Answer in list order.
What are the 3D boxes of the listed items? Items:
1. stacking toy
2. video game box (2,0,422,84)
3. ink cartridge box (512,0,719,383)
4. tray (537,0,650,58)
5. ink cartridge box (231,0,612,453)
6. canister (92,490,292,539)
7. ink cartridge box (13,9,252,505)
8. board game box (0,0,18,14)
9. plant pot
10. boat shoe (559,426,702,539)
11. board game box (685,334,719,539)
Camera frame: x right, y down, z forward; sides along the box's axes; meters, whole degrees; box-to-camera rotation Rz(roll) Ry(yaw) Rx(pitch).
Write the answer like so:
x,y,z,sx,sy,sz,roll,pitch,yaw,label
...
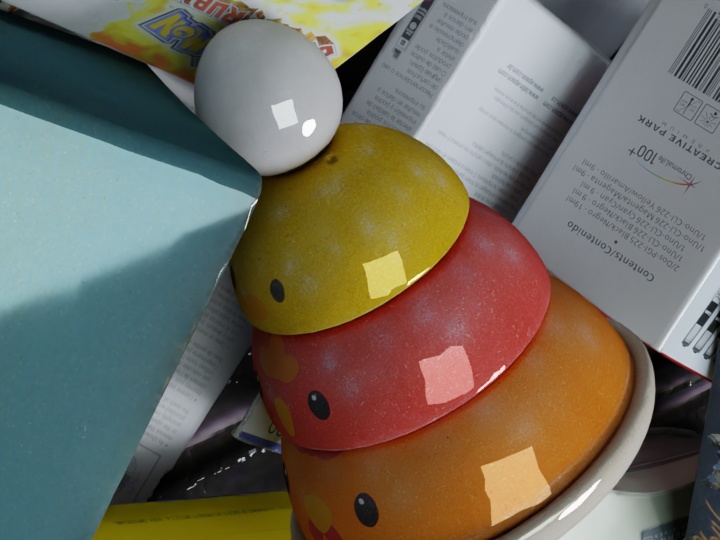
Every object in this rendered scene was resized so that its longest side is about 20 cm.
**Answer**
x,y,z,sx,sy,sz,roll,pitch,yaw,label
0.000,0.000,0.780,0.146,0.146,0.201,-36,114,-10,stacking toy
-0.049,-0.138,0.700,0.199,0.047,0.182,21,142,-35,video game box
0.143,-0.007,0.949,0.176,0.084,0.200,-58,154,4,ink cartridge box
0.088,-0.126,0.939,0.200,0.022,0.107,-48,147,-3,tray
0.037,-0.009,0.925,0.201,0.043,0.196,-57,149,4,ink cartridge box
-0.069,0.152,0.859,0.199,0.087,0.149,0,125,-39,canister
-0.122,0.010,0.863,0.162,0.057,0.201,34,91,-36,ink cartridge box
-0.218,-0.102,0.737,0.200,0.046,0.152,-37,125,-10,board game box
-0.165,-0.020,0.697,0.199,0.141,0.142,21,101,-28,plant pot
0.103,0.113,1.037,0.200,0.071,0.071,-8,107,-34,boat shoe
0.199,0.041,0.965,0.135,0.035,0.200,-41,152,-25,board game box
